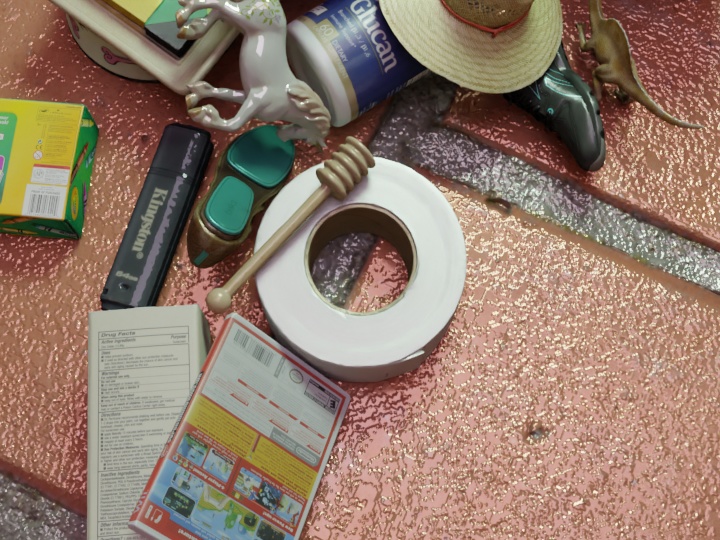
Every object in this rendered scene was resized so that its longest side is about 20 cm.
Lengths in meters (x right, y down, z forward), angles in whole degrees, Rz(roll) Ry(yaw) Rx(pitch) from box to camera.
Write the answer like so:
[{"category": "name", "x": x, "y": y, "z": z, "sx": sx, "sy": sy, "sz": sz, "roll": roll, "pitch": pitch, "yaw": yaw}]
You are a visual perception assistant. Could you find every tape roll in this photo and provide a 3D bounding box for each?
[{"category": "tape roll", "x": 0.000, "y": 0.000, "z": 0.908, "sx": 0.198, "sy": 0.071, "sz": 0.207, "roll": 0, "pitch": 73, "yaw": -1}]

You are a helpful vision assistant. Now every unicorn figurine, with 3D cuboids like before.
[{"category": "unicorn figurine", "x": -0.095, "y": -0.179, "z": 0.885, "sx": 0.135, "sy": 0.203, "sz": 0.074, "roll": -8, "pitch": 31, "yaw": -12}]

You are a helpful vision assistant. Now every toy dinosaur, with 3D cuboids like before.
[{"category": "toy dinosaur", "x": 0.254, "y": -0.199, "z": 0.956, "sx": 0.057, "sy": 0.101, "sz": 0.203, "roll": -22, "pitch": 74, "yaw": -8}]

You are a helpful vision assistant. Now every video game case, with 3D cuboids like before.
[{"category": "video game case", "x": -0.095, "y": 0.157, "z": 0.823, "sx": 0.142, "sy": 0.017, "sz": 0.202, "roll": 37, "pitch": 55, "yaw": -23}]

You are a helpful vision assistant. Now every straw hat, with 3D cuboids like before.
[{"category": "straw hat", "x": 0.120, "y": -0.268, "z": 0.884, "sx": 0.197, "sy": 0.085, "sz": 0.205, "roll": 5, "pitch": 74, "yaw": -19}]

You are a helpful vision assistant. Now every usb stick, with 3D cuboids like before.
[{"category": "usb stick", "x": -0.197, "y": -0.049, "z": 0.939, "sx": 0.054, "sy": 0.033, "sz": 0.203, "roll": 16, "pitch": 74, "yaw": 3}]

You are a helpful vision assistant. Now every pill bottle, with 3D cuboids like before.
[{"category": "pill bottle", "x": 0.031, "y": -0.240, "z": 0.960, "sx": 0.198, "sy": 0.111, "sz": 0.112, "roll": -33, "pitch": 76, "yaw": -10}]

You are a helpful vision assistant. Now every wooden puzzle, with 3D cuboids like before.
[{"category": "wooden puzzle", "x": -0.188, "y": -0.292, "z": 0.936, "sx": 0.198, "sy": 0.037, "sz": 0.186, "roll": 34, "pitch": 76, "yaw": 9}]

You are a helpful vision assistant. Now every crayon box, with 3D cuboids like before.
[{"category": "crayon box", "x": -0.365, "y": -0.103, "z": 0.939, "sx": 0.196, "sy": 0.058, "sz": 0.121, "roll": 5, "pitch": 72, "yaw": 1}]

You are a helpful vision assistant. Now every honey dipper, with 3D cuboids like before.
[{"category": "honey dipper", "x": -0.064, "y": -0.036, "z": 0.866, "sx": 0.038, "sy": 0.038, "sz": 0.200, "roll": 40, "pitch": 80, "yaw": 11}]

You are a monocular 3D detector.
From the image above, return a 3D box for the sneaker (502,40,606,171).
[{"category": "sneaker", "x": 0.184, "y": -0.179, "z": 0.973, "sx": 0.078, "sy": 0.076, "sz": 0.203, "roll": -22, "pitch": 65, "yaw": 2}]

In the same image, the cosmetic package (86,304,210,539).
[{"category": "cosmetic package", "x": -0.182, "y": 0.141, "z": 0.852, "sx": 0.101, "sy": 0.087, "sz": 0.204, "roll": -3, "pitch": 74, "yaw": -1}]

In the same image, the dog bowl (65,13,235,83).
[{"category": "dog bowl", "x": -0.215, "y": -0.301, "z": 0.995, "sx": 0.196, "sy": 0.074, "sz": 0.204, "roll": 0, "pitch": 72, "yaw": -1}]

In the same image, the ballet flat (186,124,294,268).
[{"category": "ballet flat", "x": -0.118, "y": -0.067, "z": 0.914, "sx": 0.067, "sy": 0.073, "sz": 0.201, "roll": 33, "pitch": 36, "yaw": -12}]
